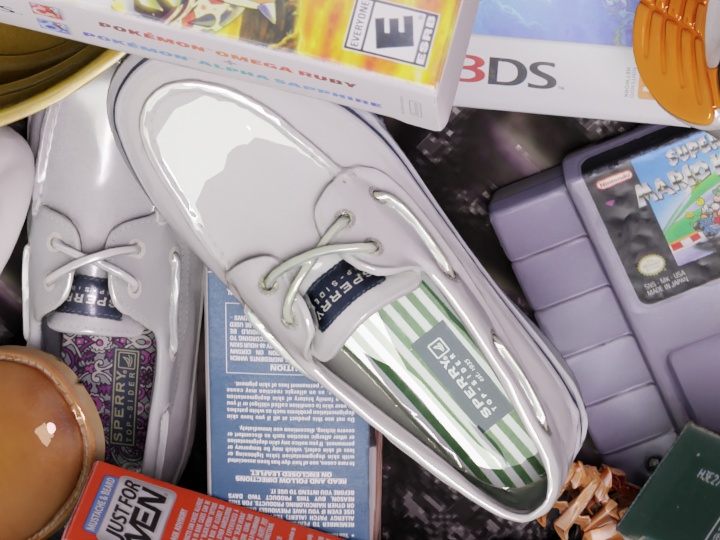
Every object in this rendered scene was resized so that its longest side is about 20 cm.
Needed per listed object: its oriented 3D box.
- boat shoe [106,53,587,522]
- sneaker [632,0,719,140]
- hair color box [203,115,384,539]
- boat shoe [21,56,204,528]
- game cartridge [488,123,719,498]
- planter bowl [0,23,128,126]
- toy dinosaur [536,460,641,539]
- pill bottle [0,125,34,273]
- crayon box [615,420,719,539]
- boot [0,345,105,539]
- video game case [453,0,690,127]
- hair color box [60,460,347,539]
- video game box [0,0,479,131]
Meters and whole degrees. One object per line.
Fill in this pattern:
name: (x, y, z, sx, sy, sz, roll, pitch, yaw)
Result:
boat shoe: (0.000, 0.000, 0.959, 0.200, 0.067, 0.074, 40, 106, -11)
sneaker: (0.164, -0.127, 0.993, 0.076, 0.092, 0.200, 37, 91, 22)
hair color box: (-0.022, 0.054, 1.075, 0.060, 0.100, 0.201, 2, 114, 2)
boat shoe: (-0.093, 0.006, 1.080, 0.072, 0.069, 0.201, 9, 115, 3)
game cartridge: (0.158, -0.007, 1.065, 0.199, 0.038, 0.130, -21, 114, 15)
planter bowl: (-0.123, -0.125, 0.997, 0.199, 0.083, 0.202, -4, 72, 14)
toy dinosaur: (0.088, 0.123, 1.100, 0.135, 0.102, 0.201, -30, 106, 11)
pill bottle: (-0.223, -0.045, 1.037, 0.199, 0.114, 0.115, 31, 115, 8)
crayon box: (0.183, 0.140, 1.035, 0.051, 0.127, 0.200, -54, 138, -15)
boot: (-0.199, 0.090, 1.057, 0.199, 0.155, 0.077, -14, 96, 35)
video game case: (0.033, -0.154, 1.008, 0.180, 0.046, 0.201, 5, 114, 4)
hair color box: (-0.016, 0.153, 1.028, 0.199, 0.064, 0.111, 18, 114, 1)
video game box: (-0.037, -0.161, 0.916, 0.181, 0.047, 0.201, 13, 78, 9)
